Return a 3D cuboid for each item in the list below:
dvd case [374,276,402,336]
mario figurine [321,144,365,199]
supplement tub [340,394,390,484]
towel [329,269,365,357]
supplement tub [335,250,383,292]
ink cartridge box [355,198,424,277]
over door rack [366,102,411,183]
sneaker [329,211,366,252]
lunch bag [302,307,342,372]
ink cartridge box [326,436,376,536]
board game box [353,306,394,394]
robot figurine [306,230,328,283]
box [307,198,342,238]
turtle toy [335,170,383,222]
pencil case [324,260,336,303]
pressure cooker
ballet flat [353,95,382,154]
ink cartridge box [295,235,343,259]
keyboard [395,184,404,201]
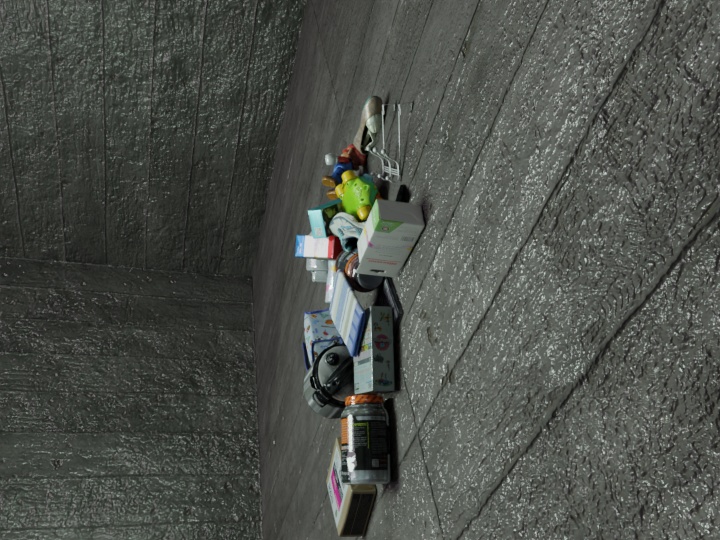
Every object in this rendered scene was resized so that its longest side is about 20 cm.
[{"bbox_3d":[0.059,0.136,1.583,0.150,0.016,0.203,-109,29,-50],"label":"dvd case"},{"bbox_3d":[-0.062,-0.308,1.865,0.201,0.105,0.124,-59,1,-36],"label":"mario figurine"},{"bbox_3d":[0.012,0.410,1.482,0.123,0.120,0.204,134,138,-64],"label":"supplement tub"},{"bbox_3d":[-0.034,0.108,1.579,0.201,0.023,0.149,-122,37,-52],"label":"towel"},{"bbox_3d":[0.000,0.000,1.657,0.200,0.105,0.109,-149,65,-73],"label":"supplement tub"},{"bbox_3d":[0.063,-0.072,1.455,0.201,0.115,0.068,116,154,-48],"label":"ink cartridge box"},{"bbox_3d":[0.068,-0.340,1.600,0.148,0.065,0.204,-139,56,-68],"label":"over door rack"},{"bbox_3d":[-0.030,-0.096,1.633,0.198,0.086,0.078,17,145,48],"label":"sneaker"},{"bbox_3d":[-0.125,0.256,1.992,0.171,0.121,0.203,-110,17,-55],"label":"lunch bag"},{"bbox_3d":[-0.029,0.581,1.653,0.201,0.074,0.168,-118,38,-60],"label":"ink cartridge box"},{"bbox_3d":[0.030,0.202,1.529,0.147,0.063,0.204,145,125,-67],"label":"board game box"},{"bbox_3d":[-0.126,-0.061,2.081,0.170,0.111,0.204,153,121,-78],"label":"robot figurine"},{"bbox_3d":[-0.071,-0.158,1.782,0.048,0.199,0.084,-1,107,33],"label":"box"},{"bbox_3d":[0.001,-0.192,1.716,0.148,0.100,0.200,66,158,12],"label":"turtle toy"},{"bbox_3d":[-0.066,0.008,1.918,0.091,0.081,0.204,75,-162,-83],"label":"pencil case"},{"bbox_3d":[-0.060,0.297,1.656,0.201,0.175,0.179,123,151,-58],"label":"pressure cooker"},{"bbox_3d":[0.032,-0.411,1.768,0.068,0.067,0.201,64,156,24],"label":"ballet flat"},{"bbox_3d":[-0.085,-0.065,1.809,0.198,0.115,0.069,4,88,41],"label":"ink cartridge box"},{"bbox_3d":[0.088,-0.107,1.549,0.105,0.039,0.203,-69,-7,-59],"label":"keyboard"}]
